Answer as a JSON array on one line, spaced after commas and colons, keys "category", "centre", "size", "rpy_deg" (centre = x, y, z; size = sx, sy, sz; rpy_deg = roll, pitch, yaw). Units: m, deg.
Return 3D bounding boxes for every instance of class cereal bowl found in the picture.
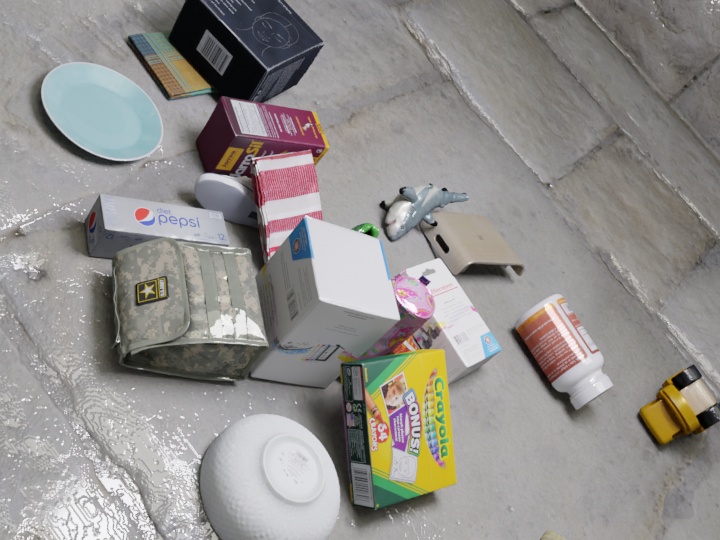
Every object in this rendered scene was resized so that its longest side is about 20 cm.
[{"category": "cereal bowl", "centre": [-0.106, 0.275, 1.129], "size": [0.197, 0.083, 0.203], "rpy_deg": [23, 44, -23]}]

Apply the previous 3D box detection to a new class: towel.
[{"category": "towel", "centre": [-0.111, -0.089, 1.410], "size": [0.143, 0.022, 0.205], "rpy_deg": [-17, 101, -49]}, {"category": "towel", "centre": [-0.311, -0.381, 1.575], "size": [0.199, 0.022, 0.148], "rpy_deg": [-26, 75, -48]}]

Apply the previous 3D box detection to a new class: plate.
[{"category": "plate", "centre": [-0.408, -0.247, 1.366], "size": [0.197, 0.026, 0.203], "rpy_deg": [24, 44, -25]}]

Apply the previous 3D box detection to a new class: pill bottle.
[{"category": "pill bottle", "centre": [0.391, 0.157, 1.647], "size": [0.111, 0.112, 0.202], "rpy_deg": [-13, 65, -46]}]

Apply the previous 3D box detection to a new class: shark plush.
[{"category": "shark plush", "centre": [0.122, -0.118, 1.680], "size": [0.198, 0.090, 0.085], "rpy_deg": [-15, 83, -42]}]

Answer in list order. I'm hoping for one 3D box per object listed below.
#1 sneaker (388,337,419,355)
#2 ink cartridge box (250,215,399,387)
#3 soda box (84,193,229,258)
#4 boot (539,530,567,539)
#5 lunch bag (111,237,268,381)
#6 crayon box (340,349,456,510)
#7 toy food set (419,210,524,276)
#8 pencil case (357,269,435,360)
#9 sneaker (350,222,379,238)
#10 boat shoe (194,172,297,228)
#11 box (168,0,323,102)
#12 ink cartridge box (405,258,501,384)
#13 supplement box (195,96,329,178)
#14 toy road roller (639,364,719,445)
[{"category": "sneaker", "centre": [0.056, 0.123, 1.427], "size": [0.071, 0.078, 0.201], "rpy_deg": [11, 31, -8]}, {"category": "ink cartridge box", "centre": [-0.065, 0.053, 1.266], "size": [0.143, 0.200, 0.149], "rpy_deg": [14, 47, -34]}, {"category": "soda box", "centre": [-0.295, -0.055, 1.262], "size": [0.197, 0.068, 0.064], "rpy_deg": [6, 53, -37]}, {"category": "boot", "centre": [0.313, 0.509, 1.301], "size": [0.201, 0.073, 0.154], "rpy_deg": [49, 42, 14]}, {"category": "lunch bag", "centre": [-0.242, 0.051, 1.182], "size": [0.196, 0.118, 0.167], "rpy_deg": [6, 52, -30]}, {"category": "crayon box", "centre": [0.058, 0.227, 1.265], "size": [0.170, 0.058, 0.205], "rpy_deg": [-4, 88, -41]}, {"category": "toy food set", "centre": [0.225, -0.045, 1.732], "size": [0.197, 0.061, 0.145], "rpy_deg": [3, 43, -42]}, {"category": "pencil case", "centre": [0.030, 0.088, 1.319], "size": [0.086, 0.200, 0.089], "rpy_deg": [25, 39, -23]}, {"category": "sneaker", "centre": [0.000, 0.000, 1.453], "size": [0.077, 0.085, 0.203], "rpy_deg": [28, 41, -37]}, {"category": "boat shoe", "centre": [-0.188, -0.119, 1.421], "size": [0.198, 0.073, 0.066], "rpy_deg": [26, 37, -38]}, {"category": "box", "centre": [-0.207, -0.423, 1.586], "size": [0.200, 0.124, 0.196], "rpy_deg": [46, 42, 2]}, {"category": "ink cartridge box", "centre": [0.146, 0.087, 1.527], "size": [0.114, 0.068, 0.202], "rpy_deg": [-16, 68, -47]}, {"category": "supplement box", "centre": [-0.167, -0.218, 1.485], "size": [0.197, 0.110, 0.087], "rpy_deg": [0, 56, -40]}, {"category": "toy road roller", "centre": [0.652, 0.289, 1.781], "size": [0.124, 0.144, 0.200], "rpy_deg": [59, 4, 19]}]
